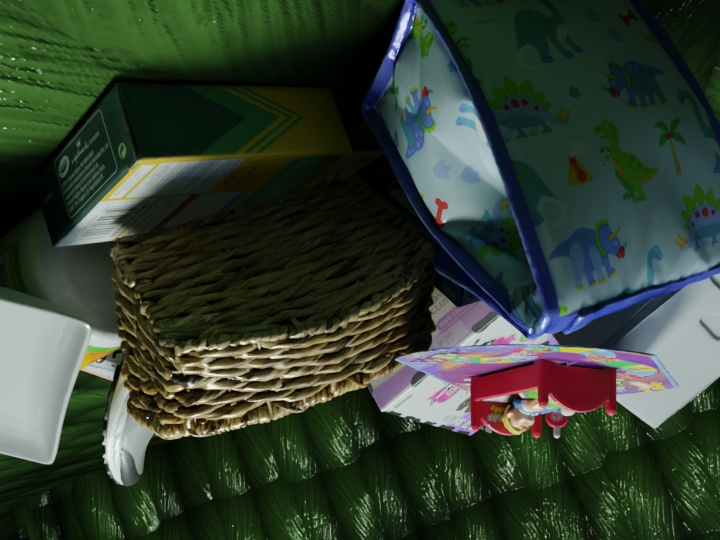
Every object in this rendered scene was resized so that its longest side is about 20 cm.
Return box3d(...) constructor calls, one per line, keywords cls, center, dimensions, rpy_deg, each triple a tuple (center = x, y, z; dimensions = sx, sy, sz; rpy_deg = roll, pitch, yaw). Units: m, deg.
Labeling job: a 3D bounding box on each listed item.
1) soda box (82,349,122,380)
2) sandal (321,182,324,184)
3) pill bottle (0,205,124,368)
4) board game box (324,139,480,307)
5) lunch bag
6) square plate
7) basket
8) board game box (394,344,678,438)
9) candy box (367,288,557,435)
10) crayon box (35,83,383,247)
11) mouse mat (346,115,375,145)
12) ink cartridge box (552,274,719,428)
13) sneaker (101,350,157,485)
box3d(cls="soda box", center=(-0.195, 0.070, 0.819), dimensions=(0.198, 0.064, 0.068), rpy_deg=(20, 156, -11))
box3d(cls="sandal", center=(0.019, -0.026, 0.737), dimensions=(0.205, 0.060, 0.079), rpy_deg=(23, -148, 35))
box3d(cls="pill bottle", center=(-0.251, 0.034, 0.680), dimensions=(0.199, 0.112, 0.110), rpy_deg=(-27, 168, 33))
box3d(cls="board game box", center=(0.075, -0.052, 0.682), dimensions=(0.134, 0.200, 0.035), rpy_deg=(-14, 125, -24))
box3d(cls="lunch bag", center=(0.121, -0.067, 0.548), dimensions=(0.168, 0.201, 0.128), rpy_deg=(-16, 153, -27))
box3d(cls="square plate", center=(-0.284, 0.051, 0.597), dimensions=(0.196, 0.029, 0.201), rpy_deg=(19, 138, -13))
box3d(cls="basket", center=(-0.050, 0.050, 0.606), dimensions=(0.198, 0.143, 0.151), rpy_deg=(-17, 131, -28))
box3d(cls="board game box", center=(0.117, 0.085, 0.583), dimensions=(0.156, 0.040, 0.200), rpy_deg=(-4, 164, 24))
box3d(cls="candy box", center=(0.112, 0.076, 0.896), dimensions=(0.167, 0.072, 0.199), rpy_deg=(-41, 148, 16))
box3d(cls="crayon box", center=(-0.097, -0.071, 0.607), dimensions=(0.198, 0.052, 0.125), rpy_deg=(-9, 165, -44))
box3d(cls="mouse mat", center=(0.063, -0.131, 0.734), dimensions=(0.159, 0.008, 0.200), rpy_deg=(-13, 167, -35))
box3d(cls="ink cartridge box", center=(0.209, -0.008, 0.729), dimensions=(0.145, 0.201, 0.145), rpy_deg=(-44, 133, 14))
box3d(cls="sneaker", center=(-0.165, 0.091, 0.744), dimensions=(0.078, 0.203, 0.074), rpy_deg=(13, -161, -15))
